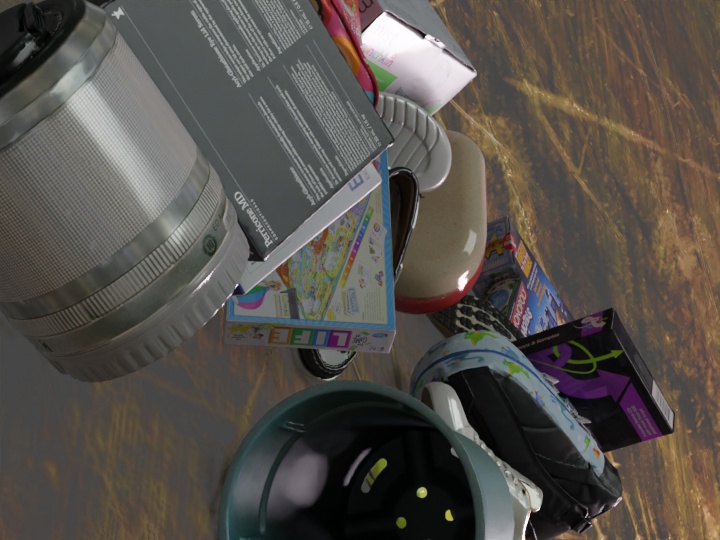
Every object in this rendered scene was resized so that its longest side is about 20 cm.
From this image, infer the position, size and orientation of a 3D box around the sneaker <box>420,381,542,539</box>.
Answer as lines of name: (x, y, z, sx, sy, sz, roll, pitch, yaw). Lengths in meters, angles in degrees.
sneaker: (0.110, 0.179, 1.402, 0.073, 0.084, 0.201, -127, -162, -68)

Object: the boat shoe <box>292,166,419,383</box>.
boat shoe: (0.000, 0.000, 1.352, 0.074, 0.060, 0.201, 35, 63, -24)

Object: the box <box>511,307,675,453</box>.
box: (0.188, 0.128, 1.553, 0.143, 0.199, 0.036, 55, 31, -26)

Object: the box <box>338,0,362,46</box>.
box: (-0.070, -0.275, 1.362, 0.100, 0.095, 0.201, 35, 40, -49)

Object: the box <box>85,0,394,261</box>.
box: (-0.090, -0.127, 1.081, 0.141, 0.079, 0.201, -44, 113, -29)

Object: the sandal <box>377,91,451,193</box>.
sandal: (-0.010, -0.130, 1.421, 0.201, 0.083, 0.050, 19, 10, -20)

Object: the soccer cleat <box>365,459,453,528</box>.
soccer cleat: (0.047, 0.209, 1.348, 0.084, 0.064, 0.201, -75, 143, -74)

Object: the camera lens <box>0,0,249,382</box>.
camera lens: (-0.179, -0.053, 0.972, 0.201, 0.159, 0.160, 56, 28, -27)

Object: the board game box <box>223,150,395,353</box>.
board game box: (-0.042, -0.030, 1.286, 0.034, 0.133, 0.201, 105, -13, -54)

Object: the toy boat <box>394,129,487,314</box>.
toy boat: (0.057, -0.034, 1.536, 0.131, 0.129, 0.201, 86, 6, -47)

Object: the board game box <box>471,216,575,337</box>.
board game box: (0.172, 0.055, 1.743, 0.201, 0.061, 0.200, 60, 26, -17)

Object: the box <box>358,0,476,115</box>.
box: (-0.001, -0.250, 1.515, 0.200, 0.097, 0.177, 20, 35, -60)

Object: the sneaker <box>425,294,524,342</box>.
sneaker: (0.136, 0.104, 1.616, 0.199, 0.089, 0.077, 37, 34, -14)

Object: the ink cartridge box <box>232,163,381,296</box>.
ink cartridge box: (-0.107, -0.088, 1.149, 0.200, 0.041, 0.200, -40, 113, -19)

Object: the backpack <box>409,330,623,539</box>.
backpack: (0.126, 0.153, 1.481, 0.200, 0.163, 0.154, 44, 25, -31)

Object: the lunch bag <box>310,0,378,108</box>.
lunch bag: (-0.097, -0.171, 1.225, 0.201, 0.175, 0.082, 62, -1, -22)

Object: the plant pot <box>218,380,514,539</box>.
plant pot: (0.024, 0.189, 1.193, 0.196, 0.199, 0.202, 19, 54, -69)
